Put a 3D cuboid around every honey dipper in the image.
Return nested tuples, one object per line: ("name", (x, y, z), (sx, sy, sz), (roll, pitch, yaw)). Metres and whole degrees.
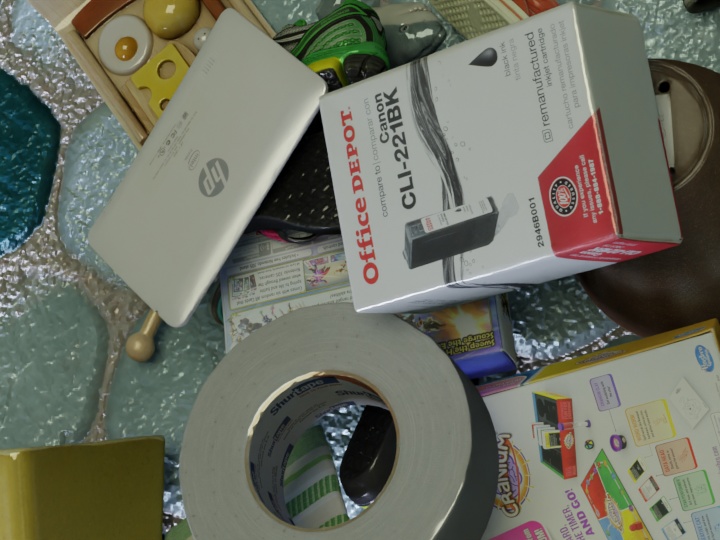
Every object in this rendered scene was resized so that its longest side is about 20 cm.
("honey dipper", (-0.126, -0.022, 1.544), (0.038, 0.038, 0.201), (23, 85, 23))

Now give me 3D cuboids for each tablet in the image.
("tablet", (-0.110, -0.073, 1.418), (0.130, 0.014, 0.201), (41, 103, 40))

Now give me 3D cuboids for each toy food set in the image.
("toy food set", (-0.159, -0.188, 1.587), (0.143, 0.060, 0.200), (-39, 66, 6))

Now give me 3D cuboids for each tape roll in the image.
("tape roll", (-0.014, 0.125, 1.309), (0.199, 0.066, 0.202), (-8, 67, 18))

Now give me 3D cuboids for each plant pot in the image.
("plant pot", (-0.257, 0.228, 1.443), (0.193, 0.195, 0.202), (-8, 86, 24))
("plant pot", (0.203, -0.062, 1.348), (0.186, 0.200, 0.188), (-5, 75, 19))

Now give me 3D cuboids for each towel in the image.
("towel", (-0.070, 0.203, 1.409), (0.152, 0.023, 0.200), (-36, 26, 7))

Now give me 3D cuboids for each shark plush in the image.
("shark plush", (-0.030, -0.134, 1.494), (0.199, 0.091, 0.083), (-34, 50, 3))

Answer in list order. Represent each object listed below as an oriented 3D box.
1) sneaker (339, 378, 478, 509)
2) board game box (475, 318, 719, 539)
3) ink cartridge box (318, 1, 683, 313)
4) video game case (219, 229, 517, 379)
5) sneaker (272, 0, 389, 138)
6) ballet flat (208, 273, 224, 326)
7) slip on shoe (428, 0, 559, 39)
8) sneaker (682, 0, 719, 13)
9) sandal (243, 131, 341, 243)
("sneaker", (0.055, 0.096, 1.443), (0.072, 0.083, 0.201), (-10, 48, 61))
("board game box", (0.165, 0.133, 1.366), (0.199, 0.040, 0.154), (-16, 96, 15))
("ink cartridge box", (0.082, -0.063, 1.252), (0.199, 0.083, 0.145), (-17, 79, 36))
("video game case", (0.000, 0.000, 1.416), (0.199, 0.045, 0.182), (-13, 65, 15))
("sneaker", (-0.055, -0.126, 1.463), (0.199, 0.078, 0.086), (-22, 46, 33))
("ballet flat", (-0.041, -0.039, 1.514), (0.200, 0.067, 0.064), (-44, 39, 3))
("slip on shoe", (0.093, -0.215, 1.508), (0.061, 0.074, 0.200), (-24, 57, -25))
("sneaker", (0.317, -0.191, 1.418), (0.199, 0.074, 0.080), (20, 93, 29))
("sandal", (-0.049, -0.051, 1.411), (0.199, 0.045, 0.076), (-4, 62, 35))
